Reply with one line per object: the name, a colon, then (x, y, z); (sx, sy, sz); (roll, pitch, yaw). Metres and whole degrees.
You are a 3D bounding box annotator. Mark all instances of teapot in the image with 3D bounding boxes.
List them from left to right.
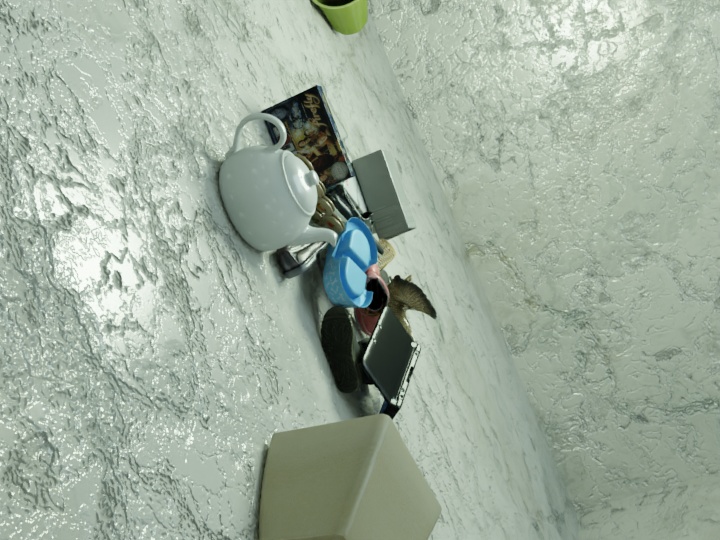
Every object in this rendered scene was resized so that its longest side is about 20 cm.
teapot: (-0.143, -0.141, 1.397); (0.200, 0.146, 0.198); (36, 36, -61)

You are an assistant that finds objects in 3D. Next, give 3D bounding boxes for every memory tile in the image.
memory tile: (-0.114, -0.153, 1.540); (0.017, 0.153, 0.200); (-49, 136, -21)

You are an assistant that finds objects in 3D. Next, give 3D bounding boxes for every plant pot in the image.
plant pot: (-0.029, 0.345, 1.117); (0.200, 0.200, 0.177); (62, 30, -24)
plant pot: (-0.053, -0.852, 2.553); (0.190, 0.199, 0.201); (64, 11, -68)

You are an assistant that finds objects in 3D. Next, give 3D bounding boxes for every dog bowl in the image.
dog bowl: (-0.021, -0.011, 1.587); (0.111, 0.049, 0.200); (45, 39, -37)

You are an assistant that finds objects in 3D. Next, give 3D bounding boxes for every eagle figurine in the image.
eagle figurine: (0.098, 0.081, 1.892); (0.200, 0.150, 0.152); (-92, 167, -66)

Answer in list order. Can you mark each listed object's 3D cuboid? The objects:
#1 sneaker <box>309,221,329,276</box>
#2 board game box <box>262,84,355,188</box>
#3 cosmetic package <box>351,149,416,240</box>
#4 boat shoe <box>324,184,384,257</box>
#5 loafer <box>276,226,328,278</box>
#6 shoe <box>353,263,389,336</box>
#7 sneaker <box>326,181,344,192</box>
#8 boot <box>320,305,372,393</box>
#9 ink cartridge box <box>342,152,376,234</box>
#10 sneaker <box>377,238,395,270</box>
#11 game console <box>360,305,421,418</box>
sneaker: (-0.050, -0.041, 1.696); (0.079, 0.078, 0.201); (-10, 78, -68)
board game box: (-0.109, -0.264, 1.680); (0.201, 0.135, 0.035); (68, 16, 0)
cosmetic package: (0.058, -0.179, 1.908); (0.201, 0.090, 0.107); (69, 15, 4)
boat shoe: (-0.003, -0.110, 1.752); (0.199, 0.066, 0.074); (44, -3, -23)
loafer: (-0.109, -0.052, 1.539); (0.063, 0.072, 0.200); (60, 21, -15)
shoe: (0.023, 0.074, 1.713); (0.091, 0.071, 0.201); (-107, -170, -58)
sneaker: (-0.119, -0.245, 1.744); (0.200, 0.086, 0.078); (49, 21, 11)
boot: (-0.006, 0.152, 1.614); (0.200, 0.072, 0.182); (-11, 94, -67)
ink cartridge box: (-0.040, -0.183, 1.893); (0.200, 0.084, 0.145); (50, 26, -51)
sneaker: (0.000, 0.000, 1.827); (0.075, 0.090, 0.200); (53, 42, 7)
game console: (0.042, 0.205, 1.625); (0.116, 0.176, 0.200); (28, 37, 0)
